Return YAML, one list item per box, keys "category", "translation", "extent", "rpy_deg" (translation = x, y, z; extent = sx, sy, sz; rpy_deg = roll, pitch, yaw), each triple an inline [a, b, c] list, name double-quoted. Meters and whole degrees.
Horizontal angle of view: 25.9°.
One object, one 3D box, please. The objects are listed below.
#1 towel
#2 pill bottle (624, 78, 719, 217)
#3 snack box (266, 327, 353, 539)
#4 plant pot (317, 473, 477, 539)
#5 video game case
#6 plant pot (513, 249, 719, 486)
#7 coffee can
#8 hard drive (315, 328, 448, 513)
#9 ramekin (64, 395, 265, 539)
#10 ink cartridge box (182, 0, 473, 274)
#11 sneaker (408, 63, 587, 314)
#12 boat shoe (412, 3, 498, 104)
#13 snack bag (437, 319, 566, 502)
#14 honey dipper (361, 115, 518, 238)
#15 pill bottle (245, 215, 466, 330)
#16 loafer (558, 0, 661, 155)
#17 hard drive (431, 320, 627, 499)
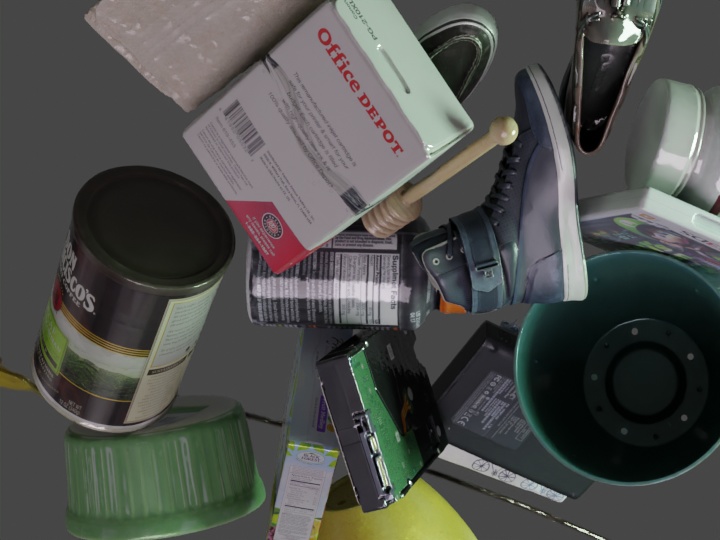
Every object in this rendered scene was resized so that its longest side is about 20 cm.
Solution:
- category: "towel"
  translation: [-0.115, -0.221, 1.263]
  extent: [0.199, 0.035, 0.132]
  rpy_deg: [-30, 125, 26]
- category: "pill bottle"
  translation: [0.327, -0.087, 1.295]
  extent: [0.197, 0.115, 0.115]
  rpy_deg: [14, 132, -8]
- category: "snack box"
  translation: [-0.045, 0.134, 1.468]
  extent: [0.052, 0.201, 0.143]
  rpy_deg: [11, 133, -5]
- category: "plant pot"
  translation: [0.025, 0.287, 1.633]
  extent: [0.198, 0.200, 0.144]
  rpy_deg: [-17, 103, 19]
- category: "video game case"
  translation: [0.273, -0.022, 1.338]
  extent: [0.180, 0.024, 0.200]
  rpy_deg: [22, 173, -15]
- category: "plant pot"
  translation: [0.250, 0.095, 1.410]
  extent: [0.198, 0.203, 0.161]
  rpy_deg: [-11, 168, 15]
- category: "coffee can"
  translation: [-0.209, 0.028, 1.421]
  extent: [0.145, 0.147, 0.201]
  rpy_deg: [16, 132, -11]
- category: "hard drive"
  translation: [0.022, 0.124, 1.427]
  extent: [0.037, 0.200, 0.141]
  rpy_deg: [-16, 95, 18]
- category: "ramekin"
  translation: [-0.196, 0.188, 1.535]
  extent: [0.197, 0.200, 0.099]
  rpy_deg: [-6, 97, 10]
- category: "ink cartridge box"
  translation: [-0.028, -0.114, 1.265]
  extent: [0.199, 0.084, 0.146]
  rpy_deg: [-35, 89, 39]
- category: "sneaker"
  translation: [0.107, -0.062, 1.309]
  extent: [0.144, 0.077, 0.205]
  rpy_deg: [-9, 102, -1]
- category: "boat shoe"
  translation: [0.048, -0.135, 1.307]
  extent: [0.070, 0.064, 0.200]
  rpy_deg: [26, 129, -19]
- category: "snack bag"
  translation: [0.176, 0.148, 1.586]
  extent: [0.187, 0.022, 0.201]
  rpy_deg: [23, 130, -15]
- category: "honey dipper"
  translation: [0.066, -0.076, 1.281]
  extent: [0.038, 0.038, 0.199]
  rpy_deg: [29, 149, -21]
- category: "pill bottle"
  translation: [0.000, 0.000, 1.406]
  extent: [0.197, 0.107, 0.107]
  rpy_deg: [2, 133, 2]
- category: "loafer"
  translation: [0.202, -0.182, 1.252]
  extent: [0.071, 0.063, 0.202]
  rpy_deg: [5, 133, -1]
- category: "hard drive"
  translation: [0.170, 0.142, 1.546]
  extent: [0.198, 0.033, 0.140]
  rpy_deg: [25, 124, -17]
